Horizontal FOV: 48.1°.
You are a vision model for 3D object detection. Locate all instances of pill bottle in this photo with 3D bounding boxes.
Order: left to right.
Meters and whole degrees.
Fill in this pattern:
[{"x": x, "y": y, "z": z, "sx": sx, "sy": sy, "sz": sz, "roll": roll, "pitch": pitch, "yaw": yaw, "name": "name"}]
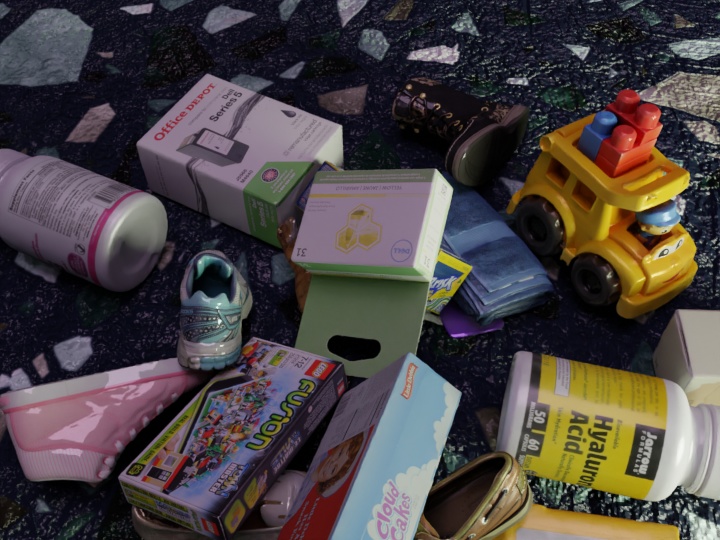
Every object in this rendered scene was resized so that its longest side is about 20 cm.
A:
[{"x": -0.328, "y": -0.061, "z": 0.897, "sx": 0.200, "sy": 0.113, "sz": 0.113, "roll": 21, "pitch": 56, "yaw": 16, "name": "pill bottle"}, {"x": 0.230, "y": 0.145, "z": 0.734, "sx": 0.200, "sy": 0.111, "sz": 0.111, "roll": 10, "pitch": 54, "yaw": 9, "name": "pill bottle"}]

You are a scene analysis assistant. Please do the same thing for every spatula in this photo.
[{"x": 0.054, "y": 0.049, "z": 0.852, "sx": 0.200, "sy": 0.021, "sz": 0.057, "roll": -2, "pitch": 51, "yaw": -21, "name": "spatula"}]

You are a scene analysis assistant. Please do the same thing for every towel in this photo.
[{"x": 0.122, "y": -0.033, "z": 0.900, "sx": 0.112, "sy": 0.049, "sz": 0.200, "roll": -17, "pitch": 53, "yaw": -26, "name": "towel"}]

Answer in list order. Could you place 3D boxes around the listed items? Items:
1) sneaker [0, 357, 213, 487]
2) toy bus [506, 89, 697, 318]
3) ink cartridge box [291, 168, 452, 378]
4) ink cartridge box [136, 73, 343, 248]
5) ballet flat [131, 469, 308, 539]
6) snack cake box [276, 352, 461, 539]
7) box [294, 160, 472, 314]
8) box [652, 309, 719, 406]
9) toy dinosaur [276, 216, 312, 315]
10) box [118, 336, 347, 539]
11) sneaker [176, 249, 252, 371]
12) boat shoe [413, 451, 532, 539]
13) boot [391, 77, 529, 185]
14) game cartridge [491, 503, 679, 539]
[{"x": -0.231, "y": 0.145, "z": 0.774, "sx": 0.200, "sy": 0.075, "sz": 0.105, "roll": -10, "pitch": 84, "yaw": -29, "name": "sneaker"}, {"x": 0.275, "y": -0.081, "z": 0.848, "sx": 0.136, "sy": 0.192, "sz": 0.200, "roll": -24, "pitch": 58, "yaw": -27, "name": "toy bus"}, {"x": 0.000, "y": 0.000, "z": 0.789, "sx": 0.145, "sy": 0.048, "sz": 0.200, "roll": 4, "pitch": 70, "yaw": 33, "name": "ink cartridge box"}, {"x": -0.141, "y": -0.135, "z": 0.967, "sx": 0.200, "sy": 0.084, "sz": 0.146, "roll": 24, "pitch": 57, "yaw": 18, "name": "ink cartridge box"}, {"x": -0.105, "y": 0.212, "z": 0.720, "sx": 0.200, "sy": 0.062, "sz": 0.068, "roll": -7, "pitch": 54, "yaw": -5, "name": "ballet flat"}, {"x": 0.004, "y": 0.179, "z": 0.685, "sx": 0.067, "sy": 0.115, "sz": 0.200, "roll": 38, "pitch": 47, "yaw": -12, "name": "snack cake box"}, {"x": 0.022, "y": -0.038, "z": 0.866, "sx": 0.200, "sy": 0.070, "sz": 0.064, "roll": 42, "pitch": 102, "yaw": 37, "name": "box"}, {"x": 0.399, "y": 0.094, "z": 0.782, "sx": 0.200, "sy": 0.095, "sz": 0.078, "roll": 0, "pitch": 54, "yaw": 3, "name": "box"}, {"x": -0.044, "y": 0.037, "z": 0.868, "sx": 0.106, "sy": 0.060, "sz": 0.200, "roll": -15, "pitch": 64, "yaw": 8, "name": "toy dinosaur"}, {"x": -0.108, "y": 0.143, "z": 0.730, "sx": 0.110, "sy": 0.035, "sz": 0.200, "roll": 12, "pitch": 38, "yaw": 27, "name": "box"}, {"x": -0.146, "y": 0.016, "z": 0.823, "sx": 0.078, "sy": 0.086, "sz": 0.200, "roll": 1, "pitch": 26, "yaw": -12, "name": "sneaker"}, {"x": 0.054, "y": 0.222, "z": 0.683, "sx": 0.200, "sy": 0.068, "sz": 0.072, "roll": -39, "pitch": 47, "yaw": -9, "name": "boat shoe"}, {"x": 0.107, "y": -0.176, "z": 0.982, "sx": 0.150, "sy": 0.073, "sz": 0.200, "roll": 24, "pitch": 38, "yaw": 21, "name": "boot"}, {"x": 0.168, "y": 0.288, "z": 0.678, "sx": 0.200, "sy": 0.032, "sz": 0.176, "roll": 7, "pitch": 54, "yaw": 6, "name": "game cartridge"}]
